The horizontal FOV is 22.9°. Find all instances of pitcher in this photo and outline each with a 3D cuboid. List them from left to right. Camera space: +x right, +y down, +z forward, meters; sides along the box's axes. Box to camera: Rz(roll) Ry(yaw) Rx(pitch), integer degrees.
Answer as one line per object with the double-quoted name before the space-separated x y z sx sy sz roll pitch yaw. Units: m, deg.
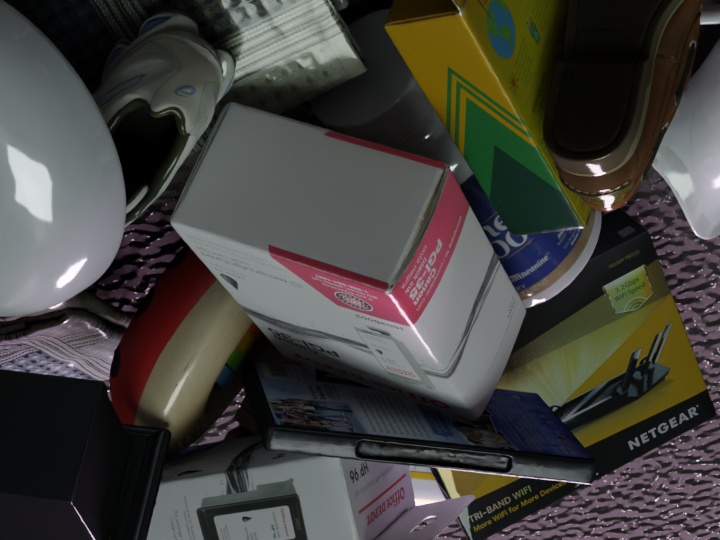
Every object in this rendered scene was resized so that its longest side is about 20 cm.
"pitcher" 0.241 -0.123 1.060 0.171 0.122 0.200 37 136 -23

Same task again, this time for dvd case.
"dvd case" 0.031 0.092 1.087 0.198 0.143 0.018 7 102 -11

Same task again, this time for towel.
"towel" -0.243 0.060 1.176 0.191 0.035 0.200 -13 163 12
"towel" -0.118 -0.151 0.986 0.199 0.035 0.193 -22 118 18

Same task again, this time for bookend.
"bookend" -0.230 0.080 1.002 0.197 0.093 0.200 5 151 11

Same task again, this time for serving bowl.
"serving bowl" -0.221 -0.053 0.926 0.199 0.066 0.201 18 132 22

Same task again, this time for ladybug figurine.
"ladybug figurine" -0.098 0.032 1.148 0.072 0.201 0.136 32 164 11

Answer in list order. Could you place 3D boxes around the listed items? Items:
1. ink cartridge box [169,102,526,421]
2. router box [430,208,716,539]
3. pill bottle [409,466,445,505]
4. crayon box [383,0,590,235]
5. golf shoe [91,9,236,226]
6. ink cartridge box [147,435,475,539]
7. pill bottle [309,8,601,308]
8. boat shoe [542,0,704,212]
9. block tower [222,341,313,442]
"ink cartridge box" 0.000 0.000 1.028 0.146 0.083 0.200 17 161 25
"router box" 0.128 0.073 1.225 0.199 0.052 0.158 -28 115 -4
"pill bottle" 0.036 0.122 1.308 0.199 0.112 0.111 8 138 -19
"crayon box" 0.079 -0.133 0.980 0.051 0.127 0.200 -5 136 32
"golf shoe" -0.147 -0.051 0.976 0.078 0.097 0.200 30 121 -17
"ink cartridge box" -0.041 0.140 1.110 0.199 0.068 0.116 -11 -175 20
"pill bottle" 0.057 -0.068 1.084 0.111 0.112 0.200 -27 137 21
"boat shoe" 0.151 -0.128 0.985 0.072 0.201 0.068 14 159 29
"block tower" -0.060 0.117 1.205 0.058 0.054 0.201 32 109 12
